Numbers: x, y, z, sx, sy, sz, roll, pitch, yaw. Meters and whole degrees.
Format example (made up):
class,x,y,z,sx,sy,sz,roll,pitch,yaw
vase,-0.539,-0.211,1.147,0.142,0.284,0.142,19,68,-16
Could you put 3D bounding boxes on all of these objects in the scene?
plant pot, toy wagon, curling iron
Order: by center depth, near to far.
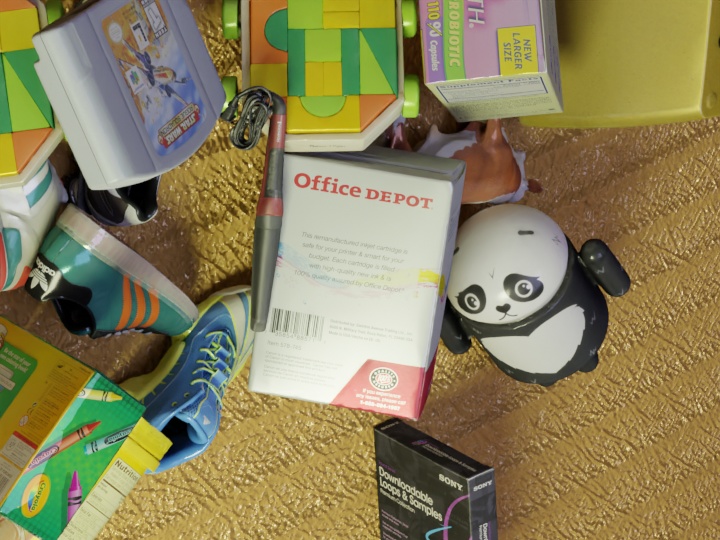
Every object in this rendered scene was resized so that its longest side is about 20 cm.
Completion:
class,x,y,z,sx,sy,sz,roll,pitch,yaw
toy wagon,-0.283,-0.155,1.329,0.155,0.040,0.201,-8,87,-5
curling iron,-0.080,-0.048,1.471,0.026,0.049,0.201,-44,137,-62
toy wagon,-0.033,-0.193,1.503,0.155,0.040,0.201,-1,73,-1
plant pot,0.279,-0.222,1.709,0.200,0.176,0.201,-12,112,-44

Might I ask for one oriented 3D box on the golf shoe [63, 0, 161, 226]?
class,x,y,z,sx,sy,sz,roll,pitch,yaw
golf shoe,-0.173,-0.130,1.444,0.078,0.094,0.201,-9,109,-36

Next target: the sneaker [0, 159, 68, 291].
class,x,y,z,sx,sy,sz,roll,pitch,yaw
sneaker,-0.264,-0.081,1.415,0.093,0.070,0.201,-15,110,-60

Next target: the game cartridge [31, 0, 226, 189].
class,x,y,z,sx,sy,sz,roll,pitch,yaw
game cartridge,-0.160,-0.138,1.365,0.133,0.041,0.200,63,26,-14

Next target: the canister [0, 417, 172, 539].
class,x,y,z,sx,sy,sz,roll,pitch,yaw
canister,-0.255,0.174,1.443,0.200,0.148,0.087,-53,130,-10

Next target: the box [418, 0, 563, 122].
class,x,y,z,sx,sy,sz,roll,pitch,yaw
box,0.106,-0.224,1.539,0.200,0.096,0.177,22,64,-80

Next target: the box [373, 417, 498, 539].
class,x,y,z,sx,sy,sz,roll,pitch,yaw
box,0.070,0.251,1.737,0.036,0.143,0.201,-17,114,-33

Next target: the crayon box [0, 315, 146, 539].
class,x,y,z,sx,sy,sz,roll,pitch,yaw
crayon box,-0.255,0.107,1.384,0.058,0.200,0.119,42,78,-38

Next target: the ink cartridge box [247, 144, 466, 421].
class,x,y,z,sx,sy,sz,roll,pitch,yaw
ink cartridge box,0.000,0.000,1.560,0.145,0.145,0.201,-54,154,-76

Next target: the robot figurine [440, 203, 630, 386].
class,x,y,z,sx,sy,sz,roll,pitch,yaw
robot figurine,0.154,0.027,1.733,0.150,0.125,0.200,-49,137,-10

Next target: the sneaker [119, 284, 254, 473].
class,x,y,z,sx,sy,sz,roll,pitch,yaw
sneaker,-0.129,0.098,1.547,0.200,0.105,0.076,-46,128,-17

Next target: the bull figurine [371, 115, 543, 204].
class,x,y,z,sx,sy,sz,roll,pitch,yaw
bull figurine,0.086,-0.104,1.684,0.200,0.065,0.122,-19,109,-40

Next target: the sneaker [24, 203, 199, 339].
class,x,y,z,sx,sy,sz,roll,pitch,yaw
sneaker,-0.197,0.018,1.472,0.080,0.071,0.200,-51,150,-3
